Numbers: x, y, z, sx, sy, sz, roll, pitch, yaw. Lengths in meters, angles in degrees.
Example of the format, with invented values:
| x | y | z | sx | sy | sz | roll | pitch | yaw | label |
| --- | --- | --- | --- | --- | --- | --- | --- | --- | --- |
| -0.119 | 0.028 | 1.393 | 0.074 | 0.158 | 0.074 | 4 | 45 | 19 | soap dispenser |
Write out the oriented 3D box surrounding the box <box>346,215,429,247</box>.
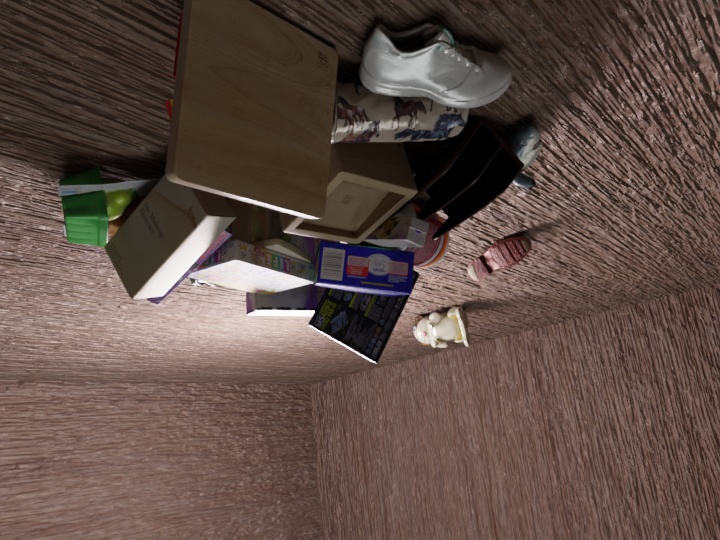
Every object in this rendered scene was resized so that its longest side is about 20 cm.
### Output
| x | y | z | sx | sy | sz | roll | pitch | yaw | label |
| --- | --- | --- | --- | --- | --- | --- | --- | --- | --- |
| 0.034 | -0.063 | 0.991 | 0.041 | 0.040 | 0.198 | 21 | 171 | -32 | box |

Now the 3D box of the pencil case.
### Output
| x | y | z | sx | sy | sz | roll | pitch | yaw | label |
| --- | --- | --- | --- | --- | --- | --- | --- | --- | --- |
| 0.046 | -0.213 | 0.785 | 0.194 | 0.092 | 0.078 | -5 | 153 | -12 | pencil case |

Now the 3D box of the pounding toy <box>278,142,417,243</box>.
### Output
| x | y | z | sx | sy | sz | roll | pitch | yaw | label |
| --- | --- | --- | --- | --- | --- | --- | --- | --- | --- |
| -0.054 | -0.141 | 0.933 | 0.181 | 0.146 | 0.199 | 7 | 147 | -41 | pounding toy |

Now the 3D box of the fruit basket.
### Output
| x | y | z | sx | sy | sz | roll | pitch | yaw | label |
| --- | --- | --- | --- | --- | --- | --- | --- | --- | --- |
| -0.377 | -0.110 | 0.972 | 0.196 | 0.096 | 0.185 | -17 | 169 | -27 | fruit basket |

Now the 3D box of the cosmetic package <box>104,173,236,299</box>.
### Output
| x | y | z | sx | sy | sz | roll | pitch | yaw | label |
| --- | --- | --- | --- | --- | --- | --- | --- | --- | --- |
| -0.292 | -0.058 | 0.922 | 0.199 | 0.105 | 0.073 | -42 | 165 | 23 | cosmetic package |

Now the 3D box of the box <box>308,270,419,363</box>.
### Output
| x | y | z | sx | sy | sz | roll | pitch | yaw | label |
| --- | --- | --- | --- | --- | --- | --- | --- | --- | --- |
| 0.007 | 0.058 | 1.214 | 0.157 | 0.204 | 0.044 | 28 | 171 | -5 | box |

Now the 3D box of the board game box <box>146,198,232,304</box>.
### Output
| x | y | z | sx | sy | sz | roll | pitch | yaw | label |
| --- | --- | --- | --- | --- | --- | --- | --- | --- | --- |
| -0.289 | -0.048 | 1.004 | 0.198 | 0.122 | 0.032 | -38 | 133 | 24 | board game box |

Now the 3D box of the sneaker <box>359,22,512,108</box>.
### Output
| x | y | z | sx | sy | sz | roll | pitch | yaw | label |
| --- | --- | --- | --- | --- | --- | --- | --- | --- | --- |
| 0.100 | -0.252 | 0.718 | 0.194 | 0.077 | 0.089 | -2 | 151 | -14 | sneaker |

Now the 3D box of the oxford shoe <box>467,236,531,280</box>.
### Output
| x | y | z | sx | sy | sz | roll | pitch | yaw | label |
| --- | --- | --- | --- | --- | --- | --- | --- | --- | --- |
| 0.359 | -0.042 | 1.535 | 0.074 | 0.072 | 0.198 | -28 | 180 | -43 | oxford shoe |

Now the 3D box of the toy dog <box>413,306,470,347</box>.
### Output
| x | y | z | sx | sy | sz | roll | pitch | yaw | label |
| --- | --- | --- | --- | --- | --- | --- | --- | --- | --- |
| 0.284 | 0.198 | 2.169 | 0.195 | 0.143 | 0.195 | -15 | -161 | 18 | toy dog |

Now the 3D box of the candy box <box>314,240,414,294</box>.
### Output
| x | y | z | sx | sy | sz | roll | pitch | yaw | label |
| --- | --- | --- | --- | --- | --- | --- | --- | --- | --- |
| 0.000 | 0.000 | 1.092 | 0.164 | 0.080 | 0.200 | 7 | 175 | -6 | candy box |

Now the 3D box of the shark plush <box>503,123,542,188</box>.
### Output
| x | y | z | sx | sy | sz | roll | pitch | yaw | label |
| --- | --- | --- | --- | --- | --- | --- | --- | --- | --- |
| 0.214 | -0.196 | 1.011 | 0.196 | 0.093 | 0.083 | 6 | 156 | 43 | shark plush |

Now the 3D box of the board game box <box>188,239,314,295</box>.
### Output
| x | y | z | sx | sy | sz | roll | pitch | yaw | label |
| --- | --- | --- | --- | --- | --- | --- | --- | --- | --- |
| -0.192 | -0.001 | 1.059 | 0.132 | 0.035 | 0.198 | -14 | 161 | 33 | board game box |

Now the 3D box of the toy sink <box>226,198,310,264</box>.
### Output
| x | y | z | sx | sy | sz | roll | pitch | yaw | label |
| --- | --- | --- | --- | --- | --- | --- | --- | --- | --- |
| -0.200 | -0.068 | 1.098 | 0.195 | 0.116 | 0.130 | -9 | 164 | 23 | toy sink |

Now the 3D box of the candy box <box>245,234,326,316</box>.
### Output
| x | y | z | sx | sy | sz | roll | pitch | yaw | label |
| --- | --- | --- | --- | --- | --- | --- | --- | --- | --- |
| -0.138 | 0.005 | 1.251 | 0.195 | 0.173 | 0.071 | 3 | 166 | -28 | candy box |

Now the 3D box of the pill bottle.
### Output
| x | y | z | sx | sy | sz | roll | pitch | yaw | label |
| --- | --- | --- | --- | --- | --- | --- | --- | --- | --- |
| 0.084 | -0.078 | 1.182 | 0.111 | 0.116 | 0.198 | -18 | 160 | 33 | pill bottle |

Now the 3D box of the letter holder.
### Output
| x | y | z | sx | sy | sz | roll | pitch | yaw | label |
| --- | --- | --- | --- | --- | --- | --- | --- | --- | --- |
| 0.140 | -0.121 | 0.970 | 0.143 | 0.101 | 0.199 | -50 | -172 | -32 | letter holder |

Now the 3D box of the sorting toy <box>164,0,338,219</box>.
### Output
| x | y | z | sx | sy | sz | roll | pitch | yaw | label |
| --- | --- | --- | --- | --- | --- | --- | --- | --- | --- |
| -0.124 | -0.173 | 0.664 | 0.068 | 0.206 | 0.197 | -1 | 172 | 43 | sorting toy |

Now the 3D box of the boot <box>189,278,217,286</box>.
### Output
| x | y | z | sx | sy | sz | roll | pitch | yaw | label |
| --- | --- | --- | --- | --- | --- | --- | --- | --- | --- |
| -0.264 | -0.005 | 1.342 | 0.193 | 0.075 | 0.182 | -2 | 178 | 7 | boot |
